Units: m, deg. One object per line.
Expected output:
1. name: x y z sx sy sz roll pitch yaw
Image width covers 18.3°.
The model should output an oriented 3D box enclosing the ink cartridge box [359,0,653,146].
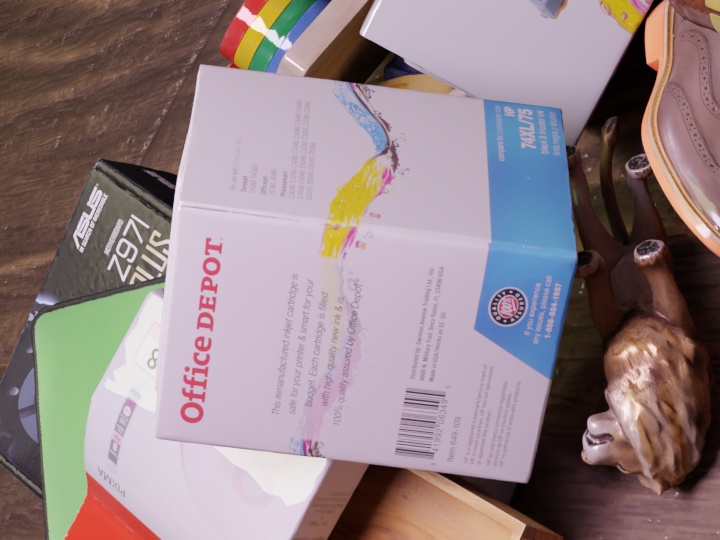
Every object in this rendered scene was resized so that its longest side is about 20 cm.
1. ink cartridge box: 0.107 -0.196 1.304 0.201 0.144 0.145 -61 2 12

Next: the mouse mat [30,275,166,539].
1. mouse mat: -0.128 0.107 1.303 0.160 0.008 0.202 -13 78 34

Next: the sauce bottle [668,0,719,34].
1. sauce bottle: 0.202 -0.149 1.149 0.199 0.066 0.066 31 98 40

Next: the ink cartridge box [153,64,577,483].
1. ink cartridge box: 0.000 0.000 1.164 0.147 0.198 0.148 -88 6 -56

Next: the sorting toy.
1. sorting toy: -0.029 -0.165 1.508 0.200 0.069 0.199 -51 -6 -29

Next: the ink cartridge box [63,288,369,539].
1. ink cartridge box: -0.099 0.137 1.244 0.162 0.057 0.201 36 98 32

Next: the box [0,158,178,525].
1. box: -0.122 0.060 1.362 0.163 0.086 0.201 34 105 34

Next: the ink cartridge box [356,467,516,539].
1. ink cartridge box: -0.001 0.176 1.318 0.144 0.084 0.202 17 87 59

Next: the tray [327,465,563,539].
1. tray: 0.014 0.147 1.211 0.199 0.037 0.099 27 94 48

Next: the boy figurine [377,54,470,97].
1. boy figurine: 0.020 -0.101 1.467 0.124 0.064 0.201 9 59 47

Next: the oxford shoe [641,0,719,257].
1. oxford shoe: 0.196 -0.090 1.183 0.073 0.071 0.201 -39 37 36

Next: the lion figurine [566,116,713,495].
1. lion figurine: 0.148 0.016 1.185 0.072 0.123 0.201 -13 33 18
